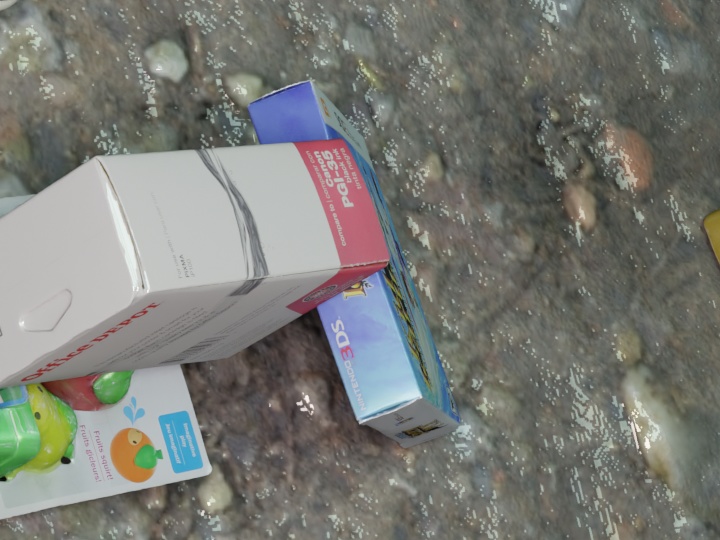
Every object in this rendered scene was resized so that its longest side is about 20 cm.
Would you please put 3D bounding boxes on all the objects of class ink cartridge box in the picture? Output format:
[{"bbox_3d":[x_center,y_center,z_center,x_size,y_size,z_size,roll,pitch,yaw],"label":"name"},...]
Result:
[{"bbox_3d":[-0.106,-0.005,1.533,0.199,0.146,0.083,-6,72,-50],"label":"ink cartridge box"}]

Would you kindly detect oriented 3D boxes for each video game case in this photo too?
[{"bbox_3d":[0.000,0.000,1.689,0.045,0.181,0.201,-21,79,7],"label":"video game case"}]

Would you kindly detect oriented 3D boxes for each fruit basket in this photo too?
[{"bbox_3d":[-0.186,0.043,1.582,0.199,0.094,0.186,-10,76,-34],"label":"fruit basket"}]

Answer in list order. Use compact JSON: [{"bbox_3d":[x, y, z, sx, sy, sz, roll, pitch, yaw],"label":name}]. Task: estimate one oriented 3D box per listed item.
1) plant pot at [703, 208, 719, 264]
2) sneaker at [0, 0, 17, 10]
[{"bbox_3d":[0.397,-0.004,1.934,0.195,0.200,0.195,-17,80,-37],"label":"plant pot"},{"bbox_3d":[-0.276,-0.222,1.653,0.199,0.088,0.076,31,22,6],"label":"sneaker"}]
